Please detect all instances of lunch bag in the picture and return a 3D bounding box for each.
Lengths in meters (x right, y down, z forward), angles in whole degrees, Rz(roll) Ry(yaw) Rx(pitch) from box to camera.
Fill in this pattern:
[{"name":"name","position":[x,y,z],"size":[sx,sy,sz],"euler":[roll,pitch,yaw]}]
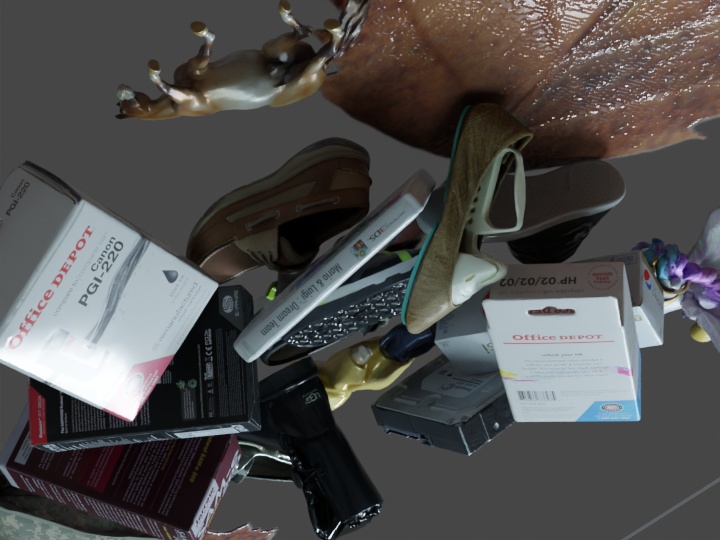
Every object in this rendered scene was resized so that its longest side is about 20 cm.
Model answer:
[{"name":"lunch bag","position":[-0.301,0.253,1.806],"size":[0.199,0.118,0.164],"euler":[7,149,-10]}]

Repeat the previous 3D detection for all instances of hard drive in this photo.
[{"name":"hard drive","position":[0.125,0.100,1.657],"size":[0.200,0.038,0.140],"euler":[-33,-158,-28]}]

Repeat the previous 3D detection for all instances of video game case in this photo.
[{"name":"video game case","position":[-0.016,-0.008,1.405],"size":[0.182,0.024,0.200],"euler":[-41,-178,10]}]

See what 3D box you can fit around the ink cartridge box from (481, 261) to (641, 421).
[{"name":"ink cartridge box","position":[0.174,0.052,1.481],"size":[0.115,0.068,0.200],"euler":[-2,146,14]}]

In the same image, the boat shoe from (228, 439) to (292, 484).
[{"name":"boat shoe","position":[-0.136,0.189,1.829],"size":[0.200,0.064,0.071],"euler":[7,145,-32]}]

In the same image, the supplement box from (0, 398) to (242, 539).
[{"name":"supplement box","position":[-0.224,0.176,1.627],"size":[0.200,0.109,0.061],"euler":[18,155,14]}]

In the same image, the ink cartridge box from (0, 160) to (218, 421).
[{"name":"ink cartridge box","position":[-0.227,0.020,1.401],"size":[0.146,0.085,0.200],"euler":[-58,143,-2]}]

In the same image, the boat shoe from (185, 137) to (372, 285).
[{"name":"boat shoe","position":[-0.070,-0.034,1.450],"size":[0.200,0.072,0.076],"euler":[-35,145,33]}]

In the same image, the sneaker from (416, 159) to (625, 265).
[{"name":"sneaker","position":[0.132,-0.036,1.525],"size":[0.200,0.071,0.099],"euler":[-11,149,-25]}]

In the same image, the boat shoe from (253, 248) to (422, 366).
[{"name":"boat shoe","position":[-0.007,0.034,1.614],"size":[0.200,0.060,0.074],"euler":[-17,152,5]}]

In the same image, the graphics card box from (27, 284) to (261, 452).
[{"name":"graphics card box","position":[-0.190,0.086,1.520],"size":[0.199,0.126,0.051],"euler":[-8,164,9]}]

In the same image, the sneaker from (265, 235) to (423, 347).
[{"name":"sneaker","position":[0.000,0.000,1.529],"size":[0.200,0.083,0.072],"euler":[-20,153,21]}]

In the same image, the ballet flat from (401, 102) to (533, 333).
[{"name":"ballet flat","position":[0.093,-0.035,1.412],"size":[0.072,0.200,0.068],"euler":[20,-175,21]}]

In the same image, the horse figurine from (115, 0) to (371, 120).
[{"name":"horse figurine","position":[-0.081,-0.149,1.257],"size":[0.200,0.050,0.133],"euler":[-16,165,-9]}]

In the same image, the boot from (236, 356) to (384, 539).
[{"name":"boot","position":[-0.061,0.184,1.676],"size":[0.076,0.168,0.200],"euler":[-22,175,-28]}]

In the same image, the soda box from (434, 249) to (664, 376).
[{"name":"soda box","position":[0.172,0.040,1.582],"size":[0.200,0.064,0.068],"euler":[-10,142,25]}]

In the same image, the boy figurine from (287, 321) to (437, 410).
[{"name":"boy figurine","position":[0.014,0.082,1.705],"size":[0.200,0.065,0.124],"euler":[-28,171,30]}]

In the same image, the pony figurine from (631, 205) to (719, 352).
[{"name":"pony figurine","position":[0.331,0.023,1.679],"size":[0.193,0.167,0.200],"euler":[-2,166,-6]}]
